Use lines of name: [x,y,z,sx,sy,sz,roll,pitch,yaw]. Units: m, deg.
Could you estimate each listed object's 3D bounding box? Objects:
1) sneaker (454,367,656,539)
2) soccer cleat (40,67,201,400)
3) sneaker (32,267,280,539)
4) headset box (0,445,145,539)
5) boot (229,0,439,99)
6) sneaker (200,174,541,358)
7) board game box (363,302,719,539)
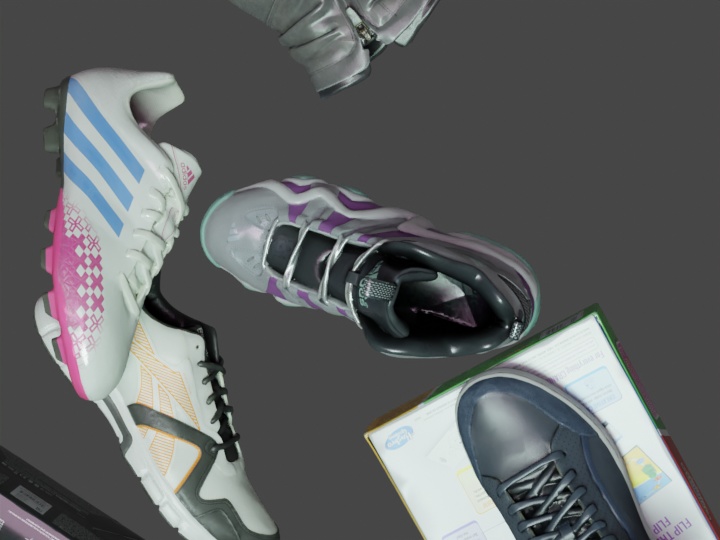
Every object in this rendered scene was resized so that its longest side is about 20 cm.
sneaker: [0.115,0.146,1.253,0.077,0.146,0.202,-36,90,12]
soccer cleat: [-0.131,-0.027,1.311,0.086,0.070,0.200,-6,67,4]
sneaker: [-0.103,0.080,1.352,0.080,0.074,0.200,-35,92,9]
headset box: [-0.239,0.212,1.386,0.149,0.075,0.200,32,100,3]
boot: [0.007,-0.203,1.310,0.132,0.070,0.200,41,112,-2]
sneaker: [0.000,0.000,1.292,0.200,0.140,0.078,11,99,6]
board game box: [0.116,0.142,1.346,0.153,0.040,0.200,-28,93,10]
